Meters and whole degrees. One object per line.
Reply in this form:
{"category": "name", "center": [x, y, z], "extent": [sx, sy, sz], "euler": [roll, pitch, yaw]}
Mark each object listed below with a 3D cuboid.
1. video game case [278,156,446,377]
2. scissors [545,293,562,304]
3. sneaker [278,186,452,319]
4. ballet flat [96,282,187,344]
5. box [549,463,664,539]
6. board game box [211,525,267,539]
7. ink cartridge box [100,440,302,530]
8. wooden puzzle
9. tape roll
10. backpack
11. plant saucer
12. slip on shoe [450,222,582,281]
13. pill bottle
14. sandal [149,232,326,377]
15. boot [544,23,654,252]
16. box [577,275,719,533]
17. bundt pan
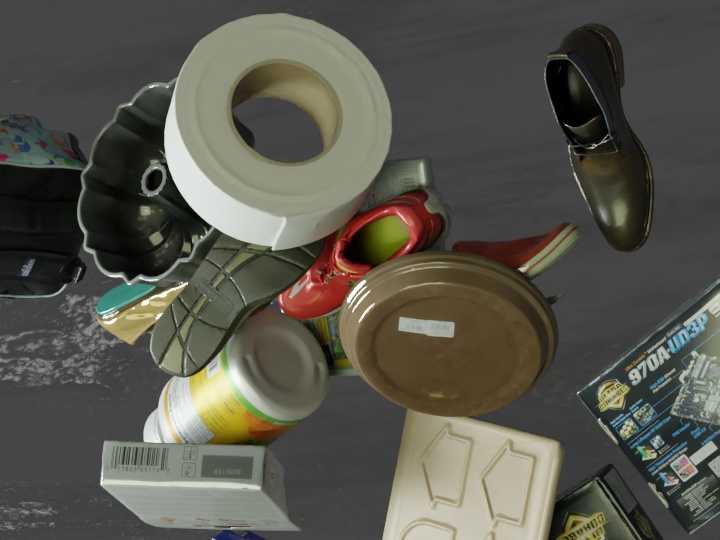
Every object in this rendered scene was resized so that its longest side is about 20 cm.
{"category": "video game case", "center": [0.000, 0.000, 1.753], "extent": [0.180, 0.022, 0.202], "euler": [-5, 102, 28]}
{"category": "scissors", "center": [0.095, 0.055, 1.699], "extent": [0.200, 0.014, 0.073], "euler": [-42, 81, 30]}
{"category": "sneaker", "center": [-0.010, -0.016, 1.691], "extent": [0.199, 0.085, 0.077], "euler": [-34, 86, 29]}
{"category": "ballet flat", "center": [-0.176, 0.017, 1.833], "extent": [0.199, 0.069, 0.063], "euler": [-26, 119, 32]}
{"category": "box", "center": [0.197, 0.296, 1.716], "extent": [0.199, 0.046, 0.160], "euler": [-36, 86, 29]}
{"category": "board game box", "center": [-0.069, 0.361, 1.869], "extent": [0.198, 0.045, 0.136], "euler": [22, 112, 20]}
{"category": "ink cartridge box", "center": [-0.148, 0.212, 1.789], "extent": [0.158, 0.200, 0.048], "euler": [0, 71, 10]}
{"category": "wooden puzzle", "center": [0.105, 0.232, 1.710], "extent": [0.199, 0.046, 0.188], "euler": [12, 90, 44]}
{"category": "tape roll", "center": [-0.074, -0.125, 1.654], "extent": [0.203, 0.202, 0.071], "euler": [48, 154, 8]}
{"category": "backpack", "center": [-0.373, -0.065, 1.825], "extent": [0.151, 0.199, 0.179], "euler": [45, 121, 32]}
{"category": "plant saucer", "center": [0.077, 0.064, 1.648], "extent": [0.197, 0.030, 0.201], "euler": [5, 133, 5]}
{"category": "slip on shoe", "center": [0.106, -0.001, 1.661], "extent": [0.198, 0.074, 0.062], "euler": [-24, 89, 22]}
{"category": "pill bottle", "center": [-0.127, 0.129, 1.790], "extent": [0.112, 0.111, 0.200], "euler": [55, 134, 4]}
{"category": "sandal", "center": [-0.115, 0.014, 1.694], "extent": [0.201, 0.057, 0.080], "euler": [-43, 82, 11]}
{"category": "boot", "center": [0.197, -0.105, 1.581], "extent": [0.074, 0.097, 0.202], "euler": [-11, 98, 29]}
{"category": "box", "center": [0.311, 0.108, 1.600], "extent": [0.200, 0.046, 0.159], "euler": [-43, 82, 29]}
{"category": "bundt pan", "center": [-0.173, -0.075, 1.758], "extent": [0.200, 0.076, 0.204], "euler": [-13, 67, 33]}
